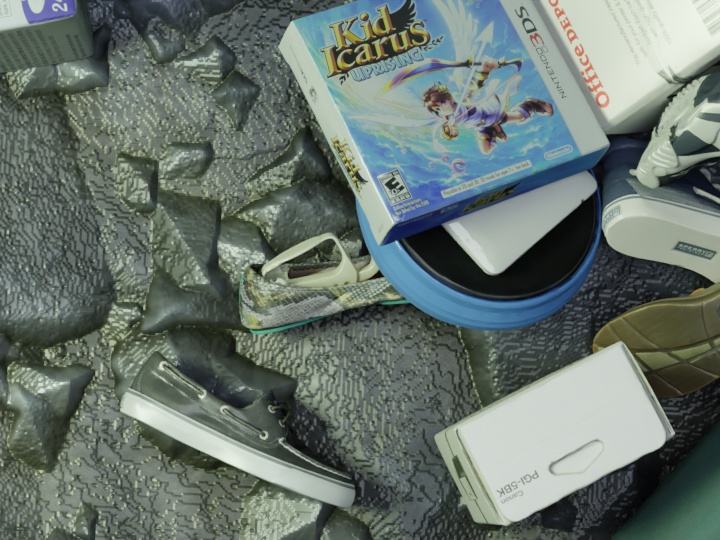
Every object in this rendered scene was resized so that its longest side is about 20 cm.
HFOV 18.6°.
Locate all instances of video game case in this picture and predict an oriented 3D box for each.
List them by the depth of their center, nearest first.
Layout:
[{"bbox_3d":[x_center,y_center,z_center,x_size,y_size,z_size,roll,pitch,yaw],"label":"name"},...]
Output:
[{"bbox_3d":[0.065,-0.135,1.695,0.199,0.045,0.182,-20,73,-23],"label":"video game case"}]

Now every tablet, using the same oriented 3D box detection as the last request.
[{"bbox_3d":[0.079,-0.103,1.718,0.130,0.014,0.200,-39,83,-27],"label":"tablet"}]

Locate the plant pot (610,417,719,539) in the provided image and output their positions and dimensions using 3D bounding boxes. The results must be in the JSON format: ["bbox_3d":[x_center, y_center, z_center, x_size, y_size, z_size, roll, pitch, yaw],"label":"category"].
[{"bbox_3d":[0.309,0.196,1.686,0.196,0.200,0.200,-42,88,3],"label":"plant pot"}]

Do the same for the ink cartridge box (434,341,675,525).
[{"bbox_3d":[0.142,0.126,1.670,0.146,0.200,0.083,-27,85,-5],"label":"ink cartridge box"}]

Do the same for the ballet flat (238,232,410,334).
[{"bbox_3d":[0.000,0.000,1.738,0.199,0.072,0.072,-11,85,-2],"label":"ballet flat"}]

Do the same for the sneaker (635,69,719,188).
[{"bbox_3d":[0.304,-0.098,1.648,0.129,0.199,0.080,35,41,-8],"label":"sneaker"}]

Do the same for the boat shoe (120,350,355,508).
[{"bbox_3d":[-0.088,0.122,1.731,0.199,0.070,0.067,24,85,7],"label":"boat shoe"}]

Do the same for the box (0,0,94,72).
[{"bbox_3d":[-0.315,-0.211,1.691,0.199,0.184,0.106,-11,86,-4],"label":"box"}]

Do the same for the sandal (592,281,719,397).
[{"bbox_3d":[0.282,0.040,1.749,0.199,0.054,0.081,-26,96,17],"label":"sandal"}]

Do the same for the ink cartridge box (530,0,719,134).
[{"bbox_3d":[0.244,-0.217,1.708,0.200,0.084,0.146,-35,74,34],"label":"ink cartridge box"}]

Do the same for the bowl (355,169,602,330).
[{"bbox_3d":[0.097,-0.052,1.731,0.199,0.039,0.202,7,65,-14],"label":"bowl"}]

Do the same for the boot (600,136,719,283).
[{"bbox_3d":[0.282,-0.044,1.760,0.199,0.073,0.091,19,49,-21],"label":"boot"}]
